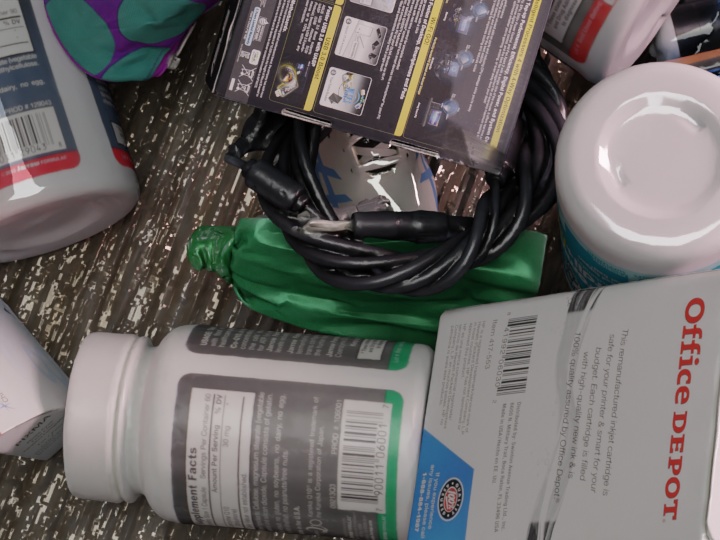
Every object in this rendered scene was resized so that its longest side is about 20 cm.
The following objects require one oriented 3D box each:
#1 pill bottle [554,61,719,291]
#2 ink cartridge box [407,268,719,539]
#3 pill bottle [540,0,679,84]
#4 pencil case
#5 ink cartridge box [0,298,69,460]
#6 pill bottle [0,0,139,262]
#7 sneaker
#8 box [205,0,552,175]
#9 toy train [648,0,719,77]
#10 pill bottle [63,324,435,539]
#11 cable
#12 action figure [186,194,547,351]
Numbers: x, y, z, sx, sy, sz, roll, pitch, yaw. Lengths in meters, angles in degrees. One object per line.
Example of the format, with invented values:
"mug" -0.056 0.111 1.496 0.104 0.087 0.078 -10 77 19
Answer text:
"pill bottle" 0.162 -0.026 1.294 0.110 0.200 0.111 -2 71 6
"ink cartridge box" 0.128 0.089 1.240 0.199 0.086 0.147 -9 64 43
"pill bottle" 0.085 -0.203 1.328 0.200 0.114 0.114 36 85 11
"pencil case" -0.084 -0.184 1.324 0.200 0.085 0.092 -32 108 38
"ink cartridge box" -0.235 0.028 1.330 0.047 0.200 0.160 -41 78 1
"pill bottle" -0.212 -0.116 1.396 0.119 0.120 0.201 -19 78 3
"sneaker" -0.002 -0.099 1.394 0.071 0.072 0.201 -15 80 2
"box" 0.023 -0.166 1.231 0.160 0.049 0.201 14 100 -11
"toy train" 0.256 -0.122 1.367 0.199 0.087 0.115 -13 70 6
"pill bottle" -0.059 0.089 1.345 0.199 0.113 0.114 5 80 7
"cable" 0.036 -0.074 1.314 0.200 0.051 0.163 -38 61 -25
"action figure" 0.000 0.000 1.351 0.199 0.119 0.055 8 41 0
